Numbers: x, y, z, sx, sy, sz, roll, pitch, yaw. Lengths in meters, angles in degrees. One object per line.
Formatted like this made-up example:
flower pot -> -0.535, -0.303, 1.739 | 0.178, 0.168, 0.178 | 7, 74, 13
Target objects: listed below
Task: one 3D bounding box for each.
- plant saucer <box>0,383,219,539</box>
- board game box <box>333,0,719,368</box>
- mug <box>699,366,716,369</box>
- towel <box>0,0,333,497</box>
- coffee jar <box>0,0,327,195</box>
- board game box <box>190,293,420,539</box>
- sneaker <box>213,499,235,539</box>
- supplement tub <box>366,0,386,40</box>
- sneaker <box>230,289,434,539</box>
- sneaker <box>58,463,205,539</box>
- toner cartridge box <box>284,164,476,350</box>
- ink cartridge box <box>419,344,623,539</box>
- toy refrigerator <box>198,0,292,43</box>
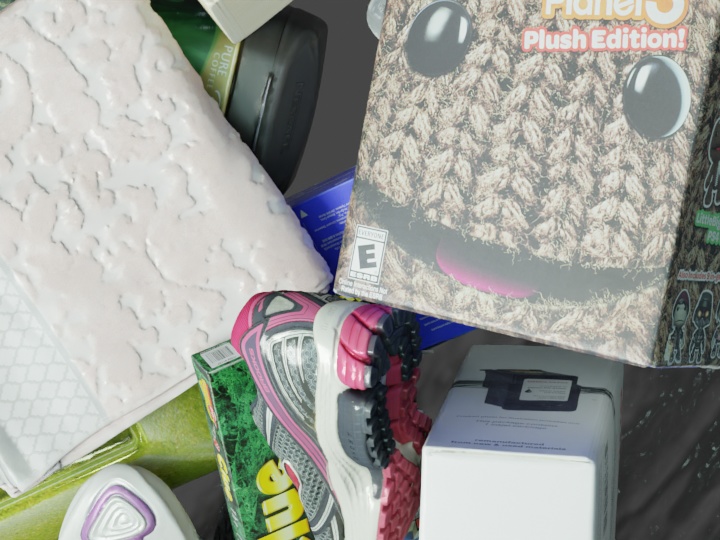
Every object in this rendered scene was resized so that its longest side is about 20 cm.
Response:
plant saucer -> -0.184, 0.047, 1.348 | 0.200, 0.048, 0.200 | -25, 99, 22
board game box -> 0.095, -0.070, 1.173 | 0.159, 0.097, 0.200 | 12, 94, 30
mug -> 0.180, -0.003, 1.300 | 0.148, 0.175, 0.200 | -20, 99, 11
towel -> -0.141, -0.022, 1.281 | 0.191, 0.032, 0.200 | -35, 100, -9
coffee jar -> -0.120, -0.103, 1.358 | 0.200, 0.085, 0.104 | 15, 104, 4
board game box -> -0.016, 0.106, 1.341 | 0.105, 0.023, 0.200 | -22, 126, -16
sneaker -> -0.027, 0.204, 1.437 | 0.083, 0.072, 0.200 | -10, 103, -16
supplement tub -> 0.099, -0.176, 1.299 | 0.122, 0.123, 0.200 | 30, 105, -1
sneaker -> -0.010, 0.077, 1.271 | 0.075, 0.081, 0.200 | 15, 140, 18
sneaker -> -0.110, 0.157, 1.372 | 0.075, 0.100, 0.200 | -4, 134, 5
toner cartridge box -> 0.000, 0.000, 1.353 | 0.200, 0.043, 0.095 | -23, 101, 34
ink cartridge box -> 0.080, 0.130, 1.329 | 0.084, 0.200, 0.145 | 4, 103, 9
toy refrigerator -> -0.097, -0.213, 1.301 | 0.076, 0.070, 0.200 | -38, 75, 0
